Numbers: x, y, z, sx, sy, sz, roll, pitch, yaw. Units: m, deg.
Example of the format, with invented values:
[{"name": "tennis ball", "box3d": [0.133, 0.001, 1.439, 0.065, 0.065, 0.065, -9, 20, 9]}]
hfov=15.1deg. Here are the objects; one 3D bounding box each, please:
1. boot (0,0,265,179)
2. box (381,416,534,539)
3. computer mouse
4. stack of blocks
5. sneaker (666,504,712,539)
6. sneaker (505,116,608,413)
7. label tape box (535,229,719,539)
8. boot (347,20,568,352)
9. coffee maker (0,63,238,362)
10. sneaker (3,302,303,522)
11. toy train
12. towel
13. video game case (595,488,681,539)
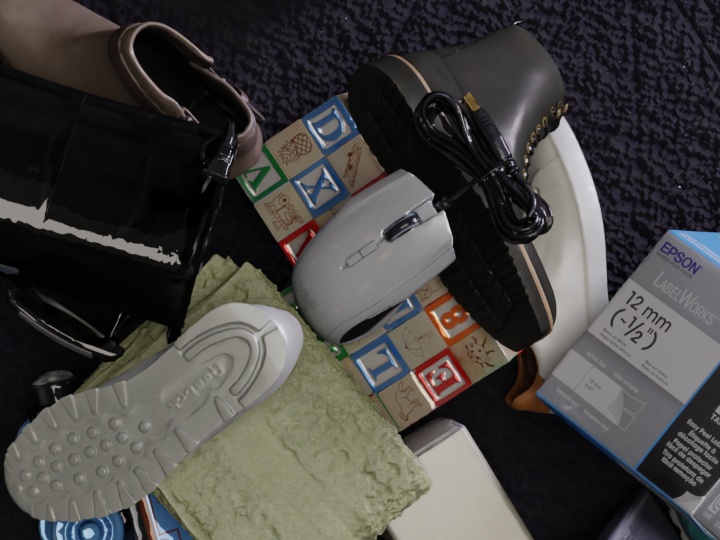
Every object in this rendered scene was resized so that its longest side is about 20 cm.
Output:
[{"name": "boot", "box3d": [-0.144, -0.127, 1.673, 0.200, 0.146, 0.070, 34, 77, -6]}, {"name": "box", "box3d": [0.078, 0.199, 1.745, 0.078, 0.095, 0.200, -32, 94, -6]}, {"name": "computer mouse", "box3d": [0.020, -0.017, 1.632, 0.200, 0.044, 0.110, -41, 76, 35]}, {"name": "stack of blocks", "box3d": [0.000, 0.000, 1.726, 0.115, 0.059, 0.200, -33, 89, 15]}, {"name": "sneaker", "box3d": [0.236, 0.117, 1.775, 0.077, 0.080, 0.200, -19, 94, -8]}, {"name": "sneaker", "box3d": [0.112, -0.004, 1.756, 0.085, 0.073, 0.200, -9, 93, -11]}, {"name": "label tape box", "box3d": [0.227, 0.047, 1.686, 0.143, 0.066, 0.200, 39, 91, 37]}, {"name": "boot", "box3d": [0.099, -0.062, 1.688, 0.138, 0.077, 0.200, -24, 83, -37]}, {"name": "coffee maker", "box3d": [-0.179, -0.059, 1.583, 0.200, 0.192, 0.135, 16, 46, -4]}, {"name": "sneaker", "box3d": [-0.120, 0.087, 1.616, 0.200, 0.081, 0.076, -29, 89, 11]}, {"name": "toy train", "box3d": [-0.145, 0.153, 1.716, 0.114, 0.087, 0.200, -17, 93, -14]}, {"name": "towel", "box3d": [-0.066, 0.102, 1.670, 0.148, 0.036, 0.200, -43, 88, -9]}, {"name": "video game case", "box3d": [0.208, 0.258, 1.753, 0.019, 0.143, 0.200, -27, 100, 37]}]
